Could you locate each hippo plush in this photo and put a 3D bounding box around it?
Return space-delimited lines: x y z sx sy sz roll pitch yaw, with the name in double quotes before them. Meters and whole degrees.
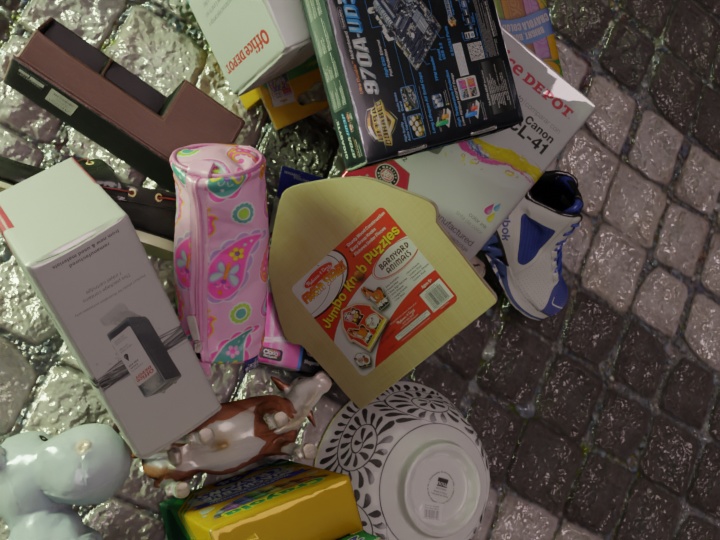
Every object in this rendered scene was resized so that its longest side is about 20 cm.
"hippo plush" -0.244 0.215 0.793 0.198 0.159 0.163 -16 70 15

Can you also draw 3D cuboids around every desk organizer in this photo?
"desk organizer" -0.211 -0.152 0.859 0.199 0.072 0.078 34 70 -19

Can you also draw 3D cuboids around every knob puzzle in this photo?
"knob puzzle" 0.000 0.000 0.875 0.222 0.218 0.030 66 23 -6

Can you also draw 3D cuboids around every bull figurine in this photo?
"bull figurine" -0.106 0.147 0.859 0.198 0.121 0.066 -18 95 -19

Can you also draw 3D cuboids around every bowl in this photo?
"bowl" 0.060 0.213 0.944 0.198 0.094 0.204 3 83 -25

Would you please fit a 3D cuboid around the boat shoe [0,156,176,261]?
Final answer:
"boat shoe" -0.241 -0.065 0.835 0.199 0.073 0.064 18 78 -29

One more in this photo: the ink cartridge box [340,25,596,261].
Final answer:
"ink cartridge box" 0.098 -0.118 0.884 0.147 0.086 0.201 39 101 0

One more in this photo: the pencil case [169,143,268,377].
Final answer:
"pencil case" -0.125 -0.010 0.833 0.086 0.087 0.202 -9 120 -26

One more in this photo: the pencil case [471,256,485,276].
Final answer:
"pencil case" 0.061 -0.073 0.980 0.077 0.089 0.202 -22 95 3

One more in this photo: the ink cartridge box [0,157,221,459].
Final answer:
"ink cartridge box" -0.204 0.030 0.760 0.084 0.145 0.202 -30 126 -18

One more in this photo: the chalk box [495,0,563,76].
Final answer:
"chalk box" 0.127 -0.214 0.999 0.123 0.124 0.203 -14 93 -26

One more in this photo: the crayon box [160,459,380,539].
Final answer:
"crayon box" -0.084 0.212 0.806 0.124 0.199 0.052 -16 92 -26

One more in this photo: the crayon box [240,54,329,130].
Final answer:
"crayon box" -0.083 -0.248 0.939 0.125 0.051 0.202 -27 97 -25

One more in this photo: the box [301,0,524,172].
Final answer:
"box" 0.038 -0.198 0.779 0.157 0.046 0.203 -18 95 -25

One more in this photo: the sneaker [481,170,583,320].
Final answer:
"sneaker" 0.189 -0.035 0.984 0.200 0.114 0.081 49 32 -35

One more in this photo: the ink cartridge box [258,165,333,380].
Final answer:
"ink cartridge box" -0.050 0.001 0.943 0.094 0.037 0.203 14 77 -23

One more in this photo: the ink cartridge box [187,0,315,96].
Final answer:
"ink cartridge box" -0.101 -0.273 0.825 0.084 0.144 0.202 -28 97 -24
